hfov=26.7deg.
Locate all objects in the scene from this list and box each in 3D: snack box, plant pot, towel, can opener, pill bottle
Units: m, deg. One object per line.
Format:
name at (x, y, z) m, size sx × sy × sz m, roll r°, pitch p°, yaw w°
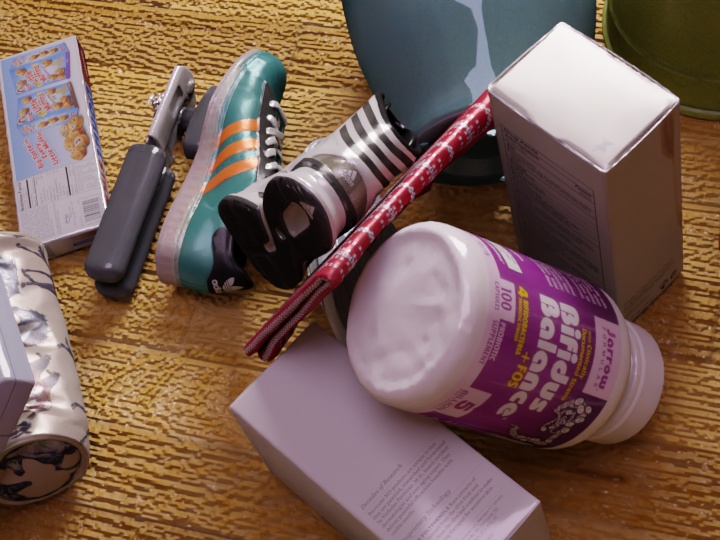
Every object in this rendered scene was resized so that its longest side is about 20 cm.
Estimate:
snack box at (-0.246, -0.101, 1.218) m, size 0.071 × 0.024 × 0.201 m, roll -17°, pitch 57°, yaw 3°
plant pot at (0.082, -0.171, 1.097) m, size 0.199 × 0.200 × 0.189 m, roll -10°, pitch 69°, yaw 7°
plant pot at (0.270, -0.246, 1.090) m, size 0.199 × 0.193 × 0.202 m, roll -6°, pitch 58°, yaw 9°
towel at (0.012, -0.029, 0.975) m, size 0.022 × 0.145 × 0.200 m, roll 43°, pitch 57°, yaw -1°
can opener at (-0.153, -0.071, 1.162) m, size 0.066 × 0.053 × 0.201 m, roll 12°, pitch 63°, yaw 18°
pill bottle at (0.097, 0.049, 0.939) m, size 0.112 × 0.199 × 0.113 m, roll -22°, pitch 59°, yaw 43°

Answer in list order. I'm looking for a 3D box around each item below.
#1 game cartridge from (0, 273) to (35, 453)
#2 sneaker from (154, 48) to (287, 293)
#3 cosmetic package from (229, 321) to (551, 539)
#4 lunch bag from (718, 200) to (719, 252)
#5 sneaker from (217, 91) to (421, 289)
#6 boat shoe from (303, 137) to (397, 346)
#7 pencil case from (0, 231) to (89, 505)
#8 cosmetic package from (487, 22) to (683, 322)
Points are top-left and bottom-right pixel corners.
game cartridge at (-0.293, 0.098, 1.033) m, size 0.200 × 0.041 × 0.134 m, roll -48°, pitch 47°, yaw 29°
sneaker at (-0.082, -0.072, 1.140) m, size 0.079 × 0.071 × 0.201 m, roll 12°, pitch 71°, yaw 19°
cosmetic package at (0.022, 0.135, 0.964) m, size 0.200 × 0.108 × 0.085 m, roll 35°, pitch 73°, yaw 30°
lunch bag at (0.353, -0.063, 1.024) m, size 0.199 × 0.082 × 0.177 m, roll 16°, pitch 63°, yaw 22°
sneaker at (-0.018, -0.053, 1.007) m, size 0.115 × 0.200 × 0.076 m, roll -38°, pitch 97°, yaw -20°
boat shoe at (0.000, 0.000, 1.078) m, size 0.073 × 0.067 × 0.201 m, roll -3°, pitch 57°, yaw -14°
pencil case at (-0.249, 0.068, 1.080) m, size 0.089 × 0.078 × 0.201 m, roll 0°, pitch 51°, yaw -29°
cosmetic package at (0.152, -0.057, 0.995) m, size 0.071 × 0.200 × 0.105 m, roll -42°, pitch 61°, yaw -14°
